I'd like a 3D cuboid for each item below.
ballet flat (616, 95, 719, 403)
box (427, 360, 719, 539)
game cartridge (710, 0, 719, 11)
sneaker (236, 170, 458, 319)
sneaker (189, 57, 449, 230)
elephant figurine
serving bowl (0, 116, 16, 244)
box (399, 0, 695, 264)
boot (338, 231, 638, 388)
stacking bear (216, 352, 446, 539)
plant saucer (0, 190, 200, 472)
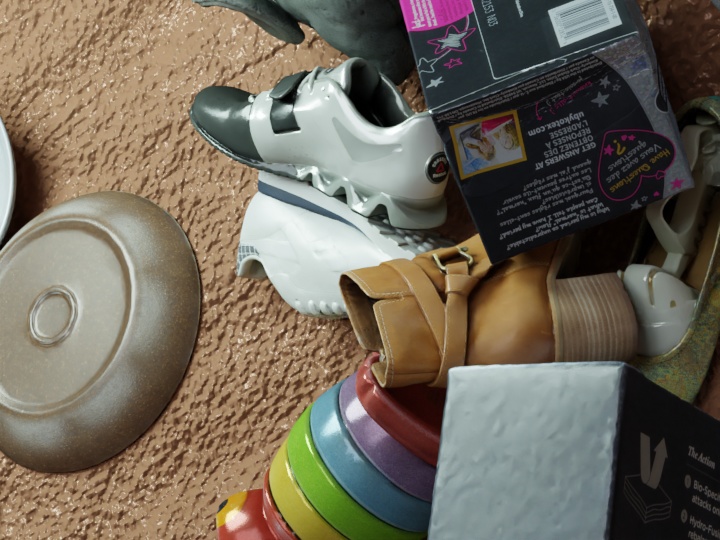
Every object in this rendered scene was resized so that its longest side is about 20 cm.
[{"bbox_3d":[0.183,-0.009,1.679,0.071,0.071,0.200,12,79,37],"label":"ballet flat"},{"bbox_3d":[0.132,0.171,1.561,0.117,0.197,0.201,-3,70,34],"label":"box"},{"bbox_3d":[0.289,-0.133,1.626,0.200,0.038,0.130,53,141,26],"label":"game cartridge"},{"bbox_3d":[0.000,0.000,1.806,0.200,0.076,0.081,28,98,44],"label":"sneaker"},{"bbox_3d":[-0.021,-0.099,1.802,0.200,0.074,0.089,22,116,32],"label":"sneaker"},{"bbox_3d":[-0.045,-0.198,1.851,0.200,0.155,0.142,20,49,26],"label":"elephant figurine"},{"bbox_3d":[-0.336,-0.059,2.026,0.199,0.066,0.201,0,85,5],"label":"serving bowl"},{"bbox_3d":[0.106,-0.116,1.680,0.132,0.115,0.200,-21,32,6],"label":"box"},{"bbox_3d":[0.061,-0.001,1.686,0.154,0.074,0.200,-7,31,-13],"label":"boot"},{"bbox_3d":[-0.013,0.132,1.733,0.200,0.114,0.122,-45,16,26],"label":"stacking bear"},{"bbox_3d":[-0.199,0.035,1.942,0.200,0.037,0.201,-12,66,29],"label":"plant saucer"}]
